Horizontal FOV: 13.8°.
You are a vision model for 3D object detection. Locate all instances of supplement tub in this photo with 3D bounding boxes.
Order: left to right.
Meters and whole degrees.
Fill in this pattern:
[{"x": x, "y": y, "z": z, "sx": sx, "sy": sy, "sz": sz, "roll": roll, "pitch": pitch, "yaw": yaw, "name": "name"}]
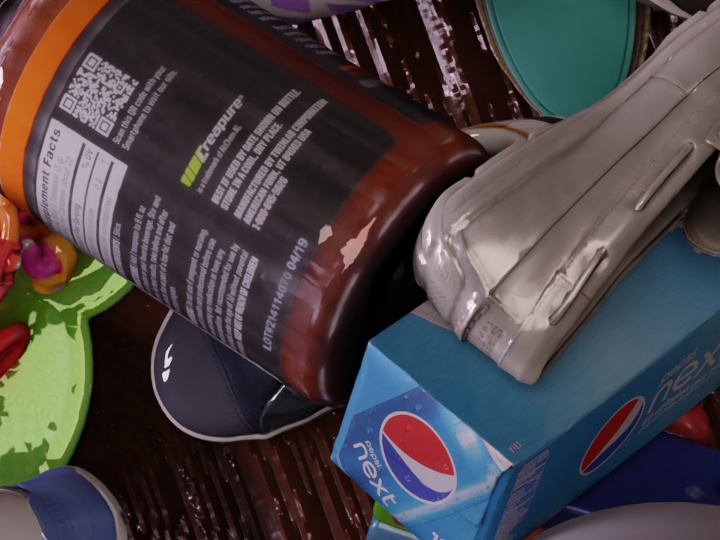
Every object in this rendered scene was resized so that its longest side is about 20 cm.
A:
[{"x": -0.059, "y": -0.045, "z": 1.030, "sx": 0.200, "sy": 0.107, "sz": 0.107, "roll": 33, "pitch": 91, "yaw": 20, "name": "supplement tub"}]

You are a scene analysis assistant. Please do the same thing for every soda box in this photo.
[{"x": 0.083, "y": 0.020, "z": 1.030, "sx": 0.068, "sy": 0.064, "sz": 0.200, "roll": 40, "pitch": 48, "yaw": 21, "name": "soda box"}]

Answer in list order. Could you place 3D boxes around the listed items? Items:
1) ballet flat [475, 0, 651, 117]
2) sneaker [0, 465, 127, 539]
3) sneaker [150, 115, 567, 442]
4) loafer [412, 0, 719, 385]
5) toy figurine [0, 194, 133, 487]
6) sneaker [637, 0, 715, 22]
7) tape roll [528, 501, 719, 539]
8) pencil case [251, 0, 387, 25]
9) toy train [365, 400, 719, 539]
[{"x": 0.065, "y": -0.153, "z": 1.109, "sx": 0.070, "sy": 0.065, "sz": 0.201, "roll": -10, "pitch": 114, "yaw": 11, "name": "ballet flat"}, {"x": -0.186, "y": 0.138, "z": 1.080, "sx": 0.199, "sy": 0.115, "sz": 0.081, "roll": -47, "pitch": 56, "yaw": 23, "name": "sneaker"}, {"x": 0.000, "y": 0.000, "z": 1.101, "sx": 0.199, "sy": 0.079, "sz": 0.079, "roll": -31, "pitch": 83, "yaw": 13, "name": "sneaker"}, {"x": 0.109, "y": -0.036, "z": 0.978, "sx": 0.200, "sy": 0.070, "sz": 0.070, "roll": -36, "pitch": 75, "yaw": -13, "name": "loafer"}, {"x": -0.171, "y": 0.014, "z": 1.079, "sx": 0.200, "sy": 0.184, "sz": 0.150, "roll": -43, "pitch": 81, "yaw": 2, "name": "toy figurine"}, {"x": 0.105, "y": -0.177, "z": 1.042, "sx": 0.079, "sy": 0.074, "sz": 0.201, "roll": -3, "pitch": 118, "yaw": 39, "name": "sneaker"}, {"x": 0.103, "y": 0.179, "z": 0.958, "sx": 0.199, "sy": 0.066, "sz": 0.201, "roll": 8, "pitch": 113, "yaw": 20, "name": "tape roll"}, {"x": -0.033, "y": -0.132, "z": 1.087, "sx": 0.199, "sy": 0.084, "sz": 0.086, "roll": -5, "pitch": 50, "yaw": 38, "name": "pencil case"}, {"x": 0.096, "y": 0.108, "z": 1.077, "sx": 0.199, "sy": 0.116, "sz": 0.085, "roll": 18, "pitch": 45, "yaw": 1, "name": "toy train"}]
